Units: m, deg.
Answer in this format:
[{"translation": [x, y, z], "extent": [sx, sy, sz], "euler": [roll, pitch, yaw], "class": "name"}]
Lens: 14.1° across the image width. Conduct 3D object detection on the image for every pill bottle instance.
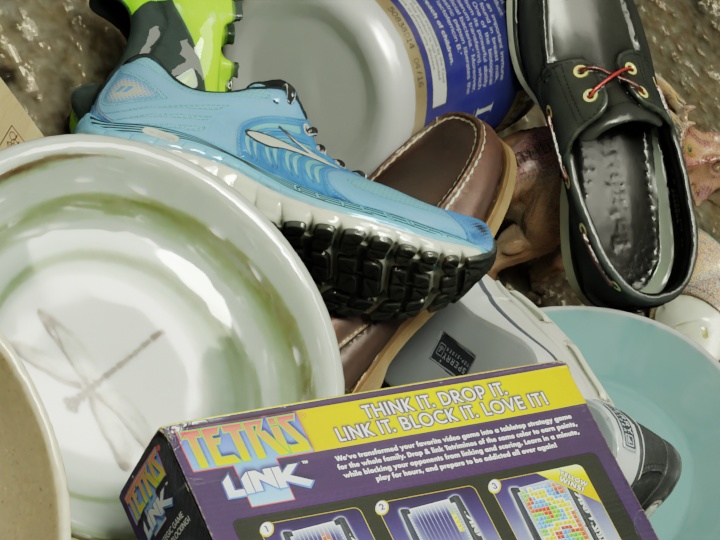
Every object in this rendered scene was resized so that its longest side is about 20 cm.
[{"translation": [0.030, -0.116, 1.492], "extent": [0.200, 0.116, 0.116], "euler": [-26, 83, -49], "class": "pill bottle"}]

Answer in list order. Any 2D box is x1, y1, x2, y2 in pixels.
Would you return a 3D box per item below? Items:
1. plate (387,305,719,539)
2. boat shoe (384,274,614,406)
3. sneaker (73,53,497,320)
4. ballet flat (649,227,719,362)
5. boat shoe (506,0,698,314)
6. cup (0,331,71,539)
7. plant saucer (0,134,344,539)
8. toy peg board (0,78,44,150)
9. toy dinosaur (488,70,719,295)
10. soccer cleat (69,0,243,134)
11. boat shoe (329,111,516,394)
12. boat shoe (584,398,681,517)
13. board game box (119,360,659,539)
[{"translation": [0.092, 0.101, 1.387], "extent": [0.026, 0.199, 0.201], "euler": [74, 20, -47], "class": "plate"}, {"translation": [0.062, 0.039, 1.384], "extent": [0.065, 0.072, 0.200], "euler": [23, 6, -29], "class": "boat shoe"}, {"translation": [-0.029, -0.046, 1.304], "extent": [0.199, 0.078, 0.090], "euler": [20, 62, -5], "class": "sneaker"}, {"translation": [0.204, 0.065, 1.588], "extent": [0.067, 0.068, 0.201], "euler": [-29, 85, -43], "class": "ballet flat"}, {"translation": [0.124, -0.079, 1.447], "extent": [0.073, 0.063, 0.203], "euler": [-12, 91, -21], "class": "boat shoe"}, {"translation": [-0.228, 0.098, 1.067], "extent": [0.200, 0.143, 0.201], "euler": [24, 51, -32], "class": "cup"}, {"translation": [-0.104, 0.042, 1.206], "extent": [0.199, 0.050, 0.201], "euler": [13, 60, -23], "class": "plant saucer"}, {"translation": [-0.250, -0.047, 1.204], "extent": [0.200, 0.097, 0.200], "euler": [55, 38, -26], "class": "toy peg board"}, {"translation": [0.111, -0.049, 1.514], "extent": [0.199, 0.135, 0.086], "euler": [-12, 73, -48], "class": "toy dinosaur"}, {"translation": [-0.098, -0.047, 1.368], "extent": [0.080, 0.068, 0.201], "euler": [3, 68, -9], "class": "soccer cleat"}, {"translation": [0.000, 0.000, 1.361], "extent": [0.070, 0.070, 0.200], "euler": [48, 66, -34], "class": "boat shoe"}, {"translation": [0.058, 0.131, 1.300], "extent": [0.068, 0.199, 0.074], "euler": [25, 27, -45], "class": "boat shoe"}, {"translation": [0.026, 0.129, 1.150], "extent": [0.199, 0.057, 0.166], "euler": [-7, 56, -32], "class": "board game box"}]
